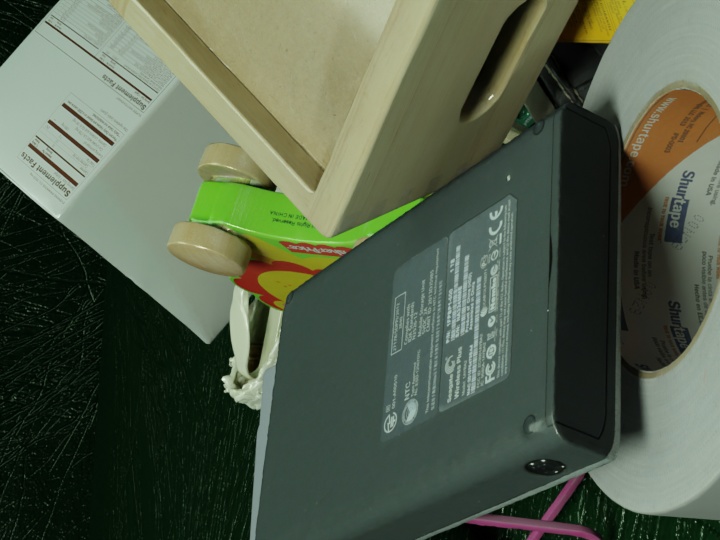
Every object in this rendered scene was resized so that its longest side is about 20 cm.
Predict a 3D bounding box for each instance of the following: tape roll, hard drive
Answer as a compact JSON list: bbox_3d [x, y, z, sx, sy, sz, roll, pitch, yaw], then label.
[{"bbox_3d":[0.136,-0.011,0.566,0.200,0.066,0.200,-173,90,-74],"label":"tape roll"},{"bbox_3d":[0.025,0.037,0.632,0.200,0.033,0.140,-33,43,48],"label":"hard drive"}]

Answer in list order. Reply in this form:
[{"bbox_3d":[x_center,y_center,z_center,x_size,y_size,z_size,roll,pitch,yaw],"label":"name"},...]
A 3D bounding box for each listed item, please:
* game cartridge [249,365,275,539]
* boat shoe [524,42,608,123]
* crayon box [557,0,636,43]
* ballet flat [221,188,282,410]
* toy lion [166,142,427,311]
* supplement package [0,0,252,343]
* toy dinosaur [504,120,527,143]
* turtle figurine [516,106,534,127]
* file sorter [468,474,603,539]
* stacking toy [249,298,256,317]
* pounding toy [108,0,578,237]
[{"bbox_3d":[-0.017,0.109,0.907,0.200,0.041,0.133,150,122,-64],"label":"game cartridge"},{"bbox_3d":[0.101,-0.127,0.805,0.063,0.073,0.200,-31,29,14],"label":"boat shoe"},{"bbox_3d":[0.074,-0.194,0.651,0.119,0.058,0.200,15,132,57],"label":"crayon box"},{"bbox_3d":[-0.048,0.001,1.037,0.072,0.072,0.200,-143,62,-73],"label":"ballet flat"},{"bbox_3d":[0.000,0.000,0.909,0.200,0.192,0.069,6,70,36],"label":"toy lion"},{"bbox_3d":[-0.125,-0.097,1.081,0.200,0.191,0.147,-49,52,-5],"label":"supplement package"},{"bbox_3d":[0.018,-0.110,0.844,0.088,0.047,0.200,-41,63,14],"label":"toy dinosaur"},{"bbox_3d":[0.033,-0.122,0.936,0.200,0.101,0.150,-122,32,-47],"label":"turtle figurine"},{"bbox_3d":[0.041,0.181,0.696,0.125,0.139,0.200,114,158,-44],"label":"file sorter"},{"bbox_3d":[-0.015,0.001,1.110,0.200,0.085,0.085,123,150,-50],"label":"stacking toy"},{"bbox_3d":[-0.004,-0.133,0.664,0.184,0.142,0.200,48,139,21],"label":"pounding toy"}]
